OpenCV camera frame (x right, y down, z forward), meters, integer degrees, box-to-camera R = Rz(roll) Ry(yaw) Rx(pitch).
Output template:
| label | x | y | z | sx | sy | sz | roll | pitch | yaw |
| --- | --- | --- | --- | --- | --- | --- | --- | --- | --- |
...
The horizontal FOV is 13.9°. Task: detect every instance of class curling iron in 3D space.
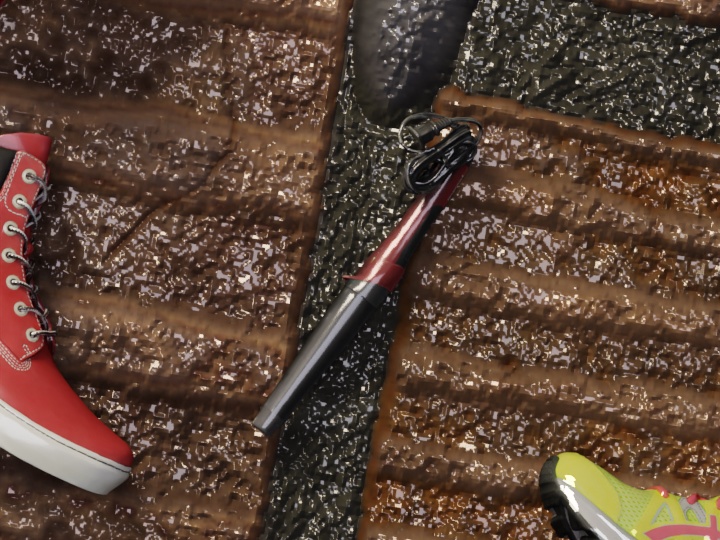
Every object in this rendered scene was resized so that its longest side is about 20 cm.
| label | x | y | z | sx | sy | sz | roll | pitch | yaw |
| --- | --- | --- | --- | --- | --- | --- | --- | --- | --- |
| curling iron | 0.000 | 0.000 | 1.558 | 0.050 | 0.026 | 0.200 | 32 | 92 | -36 |

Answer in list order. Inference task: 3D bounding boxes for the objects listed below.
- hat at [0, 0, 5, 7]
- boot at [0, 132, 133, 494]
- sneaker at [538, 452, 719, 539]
| label | x | y | z | sx | sy | sz | roll | pitch | yaw |
| --- | --- | --- | --- | --- | --- | --- | --- | --- | --- |
| hat | -0.206 | -0.155 | 1.558 | 0.200 | 0.176 | 0.166 | -25 | 45 | -33 |
| boot | -0.174 | 0.012 | 1.540 | 0.200 | 0.072 | 0.144 | 37 | 86 | 5 |
| sneaker | 0.185 | 0.143 | 1.537 | 0.200 | 0.078 | 0.090 | 33 | 80 | -4 |
